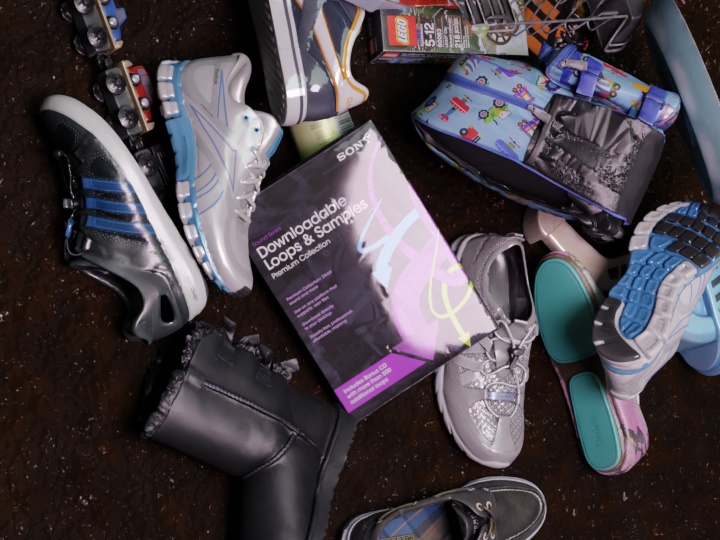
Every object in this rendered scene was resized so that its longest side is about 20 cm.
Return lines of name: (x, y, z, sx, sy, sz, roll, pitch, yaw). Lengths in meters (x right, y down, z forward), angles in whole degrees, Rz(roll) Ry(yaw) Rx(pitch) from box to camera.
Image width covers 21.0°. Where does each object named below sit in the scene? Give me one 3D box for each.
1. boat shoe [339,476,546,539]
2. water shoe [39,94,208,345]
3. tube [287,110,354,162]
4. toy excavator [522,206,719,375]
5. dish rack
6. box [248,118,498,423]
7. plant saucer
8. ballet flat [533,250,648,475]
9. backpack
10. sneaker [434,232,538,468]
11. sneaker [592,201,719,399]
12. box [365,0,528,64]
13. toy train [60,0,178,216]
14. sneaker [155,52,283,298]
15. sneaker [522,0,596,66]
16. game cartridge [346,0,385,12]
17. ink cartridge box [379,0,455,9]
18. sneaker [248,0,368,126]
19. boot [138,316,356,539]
boat shoe: (0.077, 0.210, 1.577, 0.199, 0.057, 0.069, -10, 84, -32)
water shoe: (-0.193, -0.038, 1.463, 0.079, 0.071, 0.201, -36, 94, -21)
tube: (-0.006, -0.047, 1.594, 0.052, 0.058, 0.201, -41, 109, -75)
toy excavator: (0.257, 0.007, 1.716, 0.199, 0.100, 0.196, -14, 85, -24)
dish rack: (0.138, -0.258, 1.619, 0.199, 0.055, 0.154, -7, 70, -30)
box: (0.000, 0.000, 1.557, 0.143, 0.036, 0.201, -33, 96, -4)
plant saucer: (0.278, -0.138, 1.628, 0.027, 0.200, 0.201, -20, 90, 5)
ballet flat: (0.203, 0.076, 1.684, 0.071, 0.069, 0.201, -21, 94, -50)
backpack: (0.148, -0.119, 1.601, 0.199, 0.183, 0.135, 25, 93, 9)
sneaker: (0.109, 0.062, 1.614, 0.074, 0.082, 0.202, 1, 78, -30)
sneaker: (0.249, 0.026, 1.638, 0.075, 0.087, 0.200, 23, 55, 23)
box: (0.069, -0.278, 1.679, 0.136, 0.038, 0.202, -1, 79, -21)
toy train: (-0.181, -0.137, 1.514, 0.046, 0.034, 0.201, -22, 91, -36)
sneaker: (-0.098, -0.080, 1.494, 0.086, 0.075, 0.201, -15, 75, 8)
sneaker: (0.177, -0.213, 1.711, 0.070, 0.090, 0.201, 18, 70, -26)
game cartridge: (-0.021, -0.303, 1.530, 0.133, 0.040, 0.201, 24, 49, -32)
ink cartridge box: (0.008, -0.299, 1.617, 0.198, 0.050, 0.163, -3, 80, -7)
sneaker: (-0.045, -0.215, 1.535, 0.079, 0.078, 0.201, -9, 83, -16)
boot: (-0.097, 0.145, 1.479, 0.162, 0.073, 0.199, 33, 57, -23)
